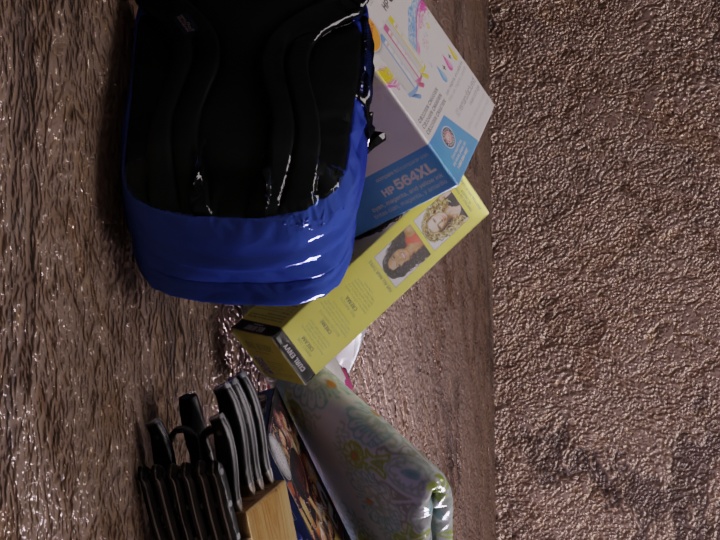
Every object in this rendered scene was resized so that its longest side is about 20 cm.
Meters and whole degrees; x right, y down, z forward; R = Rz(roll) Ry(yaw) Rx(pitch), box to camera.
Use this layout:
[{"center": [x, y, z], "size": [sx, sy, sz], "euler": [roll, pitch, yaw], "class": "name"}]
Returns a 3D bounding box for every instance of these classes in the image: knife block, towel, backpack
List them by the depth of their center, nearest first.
[{"center": [-0.065, -0.067, 1.510], "size": [0.168, 0.162, 0.200], "euler": [82, 8, -47], "class": "backpack"}, {"center": [-0.078, 0.172, 1.531], "size": [0.200, 0.064, 0.176], "euler": [54, 37, -51], "class": "knife block"}, {"center": [0.005, 0.175, 1.824], "size": [0.048, 0.171, 0.200], "euler": [-35, 144, -27], "class": "towel"}]

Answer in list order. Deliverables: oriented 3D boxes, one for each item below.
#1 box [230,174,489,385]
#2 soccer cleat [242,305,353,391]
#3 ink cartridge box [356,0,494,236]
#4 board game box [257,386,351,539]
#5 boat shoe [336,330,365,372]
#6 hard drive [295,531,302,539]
[{"center": [0.000, 0.000, 1.778], "size": [0.050, 0.200, 0.075], "euler": [54, -21, -20], "class": "box"}, {"center": [-0.057, 0.071, 1.863], "size": [0.086, 0.070, 0.201], "euler": [-67, 148, -51], "class": "soccer cleat"}, {"center": [-0.016, -0.146, 1.760], "size": [0.200, 0.125, 0.129], "euler": [54, 32, -19], "class": "ink cartridge box"}, {"center": [-0.038, 0.197, 1.749], "size": [0.136, 0.035, 0.200], "euler": [-89, 154, -75], "class": "board game box"}, {"center": [-0.019, 0.009, 1.905], "size": [0.202, 0.065, 0.075], "euler": [108, -7, -52], "class": "boat shoe"}, {"center": [-0.062, 0.261, 1.637], "size": [0.132, 0.025, 0.201], "euler": [-155, -125, -63], "class": "hard drive"}]
